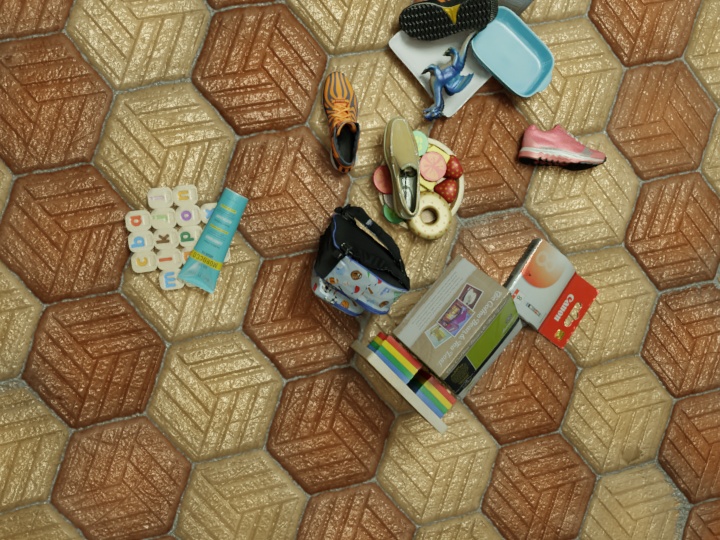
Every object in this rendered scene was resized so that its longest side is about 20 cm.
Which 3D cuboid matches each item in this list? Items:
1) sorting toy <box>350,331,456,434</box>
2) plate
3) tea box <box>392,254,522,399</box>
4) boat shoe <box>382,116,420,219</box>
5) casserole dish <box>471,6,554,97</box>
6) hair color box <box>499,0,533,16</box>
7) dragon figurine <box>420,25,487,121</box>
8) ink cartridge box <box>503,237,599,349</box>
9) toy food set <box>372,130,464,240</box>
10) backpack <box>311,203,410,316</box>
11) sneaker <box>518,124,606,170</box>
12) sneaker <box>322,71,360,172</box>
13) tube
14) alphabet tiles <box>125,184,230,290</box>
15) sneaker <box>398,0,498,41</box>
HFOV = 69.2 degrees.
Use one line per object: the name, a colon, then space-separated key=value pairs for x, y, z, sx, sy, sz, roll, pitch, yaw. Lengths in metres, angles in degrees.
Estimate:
sorting toy: x=0.084 y=0.203 z=1.025 sx=0.199 sy=0.200 sz=0.070 roll=45 pitch=82 yaw=-6
plate: x=0.187 y=-0.461 z=1.099 sx=0.200 sy=0.032 sz=0.200 roll=-43 pitch=96 yaw=-4
tea box: x=0.196 y=0.115 z=1.022 sx=0.201 sy=0.197 sz=0.133 roll=-48 pitch=57 yaw=-5
boat shoe: x=0.091 y=-0.205 z=1.025 sx=0.070 sy=0.076 sz=0.205 roll=-11 pitch=93 yaw=-6
casserole dish: x=0.310 y=-0.447 z=1.083 sx=0.199 sy=0.039 sz=0.122 roll=40 pitch=85 yaw=-9
hair color box: x=0.305 y=-0.574 z=1.025 sx=0.097 sy=0.200 sz=0.062 roll=15 pitch=90 yaw=-8
dragon figurine: x=0.190 y=-0.391 z=1.053 sx=0.199 sy=0.059 sz=0.100 roll=-40 pitch=100 yaw=3
ink cartridge box: x=0.417 y=0.055 z=1.139 sx=0.198 sy=0.050 sz=0.164 roll=35 pitch=88 yaw=-4
toy food set: x=0.125 y=-0.180 z=1.092 sx=0.195 sy=0.049 sz=0.203 roll=29 pitch=88 yaw=-7
backpack: x=0.000 y=0.000 z=1.018 sx=0.188 sy=0.202 sz=0.155 roll=28 pitch=119 yaw=-15
sneaker: x=0.439 y=-0.268 z=1.118 sx=0.195 sy=0.074 sz=0.089 roll=6 pitch=90 yaw=-7
sneaker: x=-0.030 y=-0.302 z=1.035 sx=0.076 sy=0.112 sz=0.205 roll=-9 pitch=93 yaw=-7
tube: x=-0.287 y=-0.062 z=1.036 sx=0.076 sy=0.050 sz=0.203 roll=25 pitch=92 yaw=-2
alphabet tiles: x=-0.365 y=-0.066 z=1.049 sx=0.191 sy=0.015 sz=0.205 roll=-8 pitch=93 yaw=-10
sneaker: x=0.177 y=-0.517 z=1.047 sx=0.195 sy=0.091 sz=0.071 roll=-2 pitch=128 yaw=18
